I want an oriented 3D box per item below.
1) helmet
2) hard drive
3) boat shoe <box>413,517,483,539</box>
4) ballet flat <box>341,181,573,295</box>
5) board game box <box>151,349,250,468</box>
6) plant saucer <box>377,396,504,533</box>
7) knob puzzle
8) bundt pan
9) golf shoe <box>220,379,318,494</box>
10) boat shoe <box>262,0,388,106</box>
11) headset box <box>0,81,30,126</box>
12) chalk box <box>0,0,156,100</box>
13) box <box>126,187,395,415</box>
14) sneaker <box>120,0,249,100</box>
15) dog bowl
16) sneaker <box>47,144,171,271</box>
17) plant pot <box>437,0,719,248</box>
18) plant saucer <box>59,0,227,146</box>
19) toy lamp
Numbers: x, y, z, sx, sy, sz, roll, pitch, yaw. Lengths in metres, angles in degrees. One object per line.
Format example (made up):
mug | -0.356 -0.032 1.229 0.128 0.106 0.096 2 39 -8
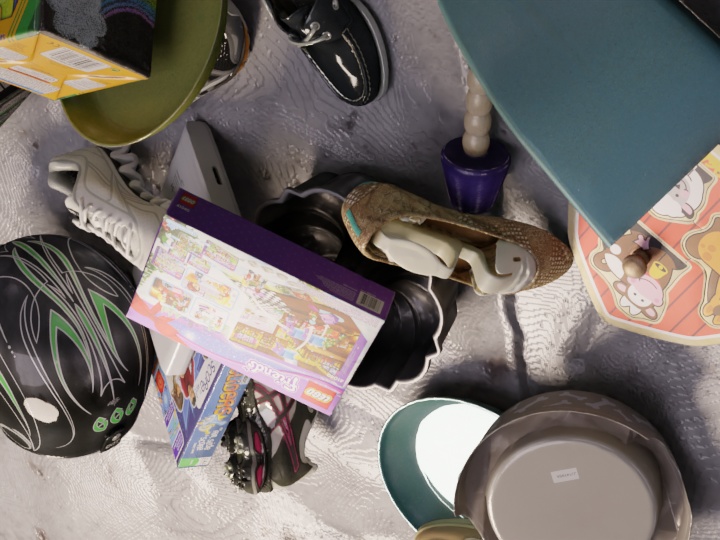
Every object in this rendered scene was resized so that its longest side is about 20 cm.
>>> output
helmet | -0.296 0.065 1.534 0.199 0.200 0.192 19 133 23
hard drive | -0.160 -0.018 1.436 0.201 0.026 0.133 -62 39 43
boat shoe | 0.129 0.280 1.420 0.199 0.063 0.074 12 128 29
ballet flat | 0.078 -0.011 1.231 0.198 0.066 0.071 14 128 -16
board game box | -0.150 0.076 1.489 0.200 0.034 0.136 -61 40 46
plant saucer | 0.109 0.190 1.439 0.199 0.036 0.201 18 130 23
knob puzzle | 0.237 -0.014 1.204 0.218 0.030 0.221 19 130 24
bundt pan | 0.000 0.000 1.351 0.201 0.076 0.203 19 131 24
golf shoe | -0.088 0.112 1.507 0.077 0.087 0.202 -154 61 -62
boat shoe | -0.045 -0.212 1.241 0.075 0.060 0.201 -17 110 42
headset box | -0.412 -0.196 1.494 0.174 0.093 0.200 49 136 -5
chalk box | -0.244 -0.257 1.270 0.123 0.124 0.202 -7 73 38
box | -0.086 0.029 1.318 0.199 0.039 0.137 26 134 -3
sneaker | -0.165 -0.167 1.350 0.078 0.077 0.200 48 134 -2
dog bowl | 0.180 0.191 1.332 0.198 0.059 0.202 4 116 9
sneaker | -0.216 -0.046 1.416 0.200 0.081 0.076 47 131 38
plant pot | 0.156 -0.143 1.066 0.200 0.141 0.141 46 107 5
plant saucer | -0.176 -0.196 1.299 0.199 0.031 0.202 -12 71 38
toy lamp | 0.093 -0.134 1.203 0.058 0.058 0.201 21 131 22
